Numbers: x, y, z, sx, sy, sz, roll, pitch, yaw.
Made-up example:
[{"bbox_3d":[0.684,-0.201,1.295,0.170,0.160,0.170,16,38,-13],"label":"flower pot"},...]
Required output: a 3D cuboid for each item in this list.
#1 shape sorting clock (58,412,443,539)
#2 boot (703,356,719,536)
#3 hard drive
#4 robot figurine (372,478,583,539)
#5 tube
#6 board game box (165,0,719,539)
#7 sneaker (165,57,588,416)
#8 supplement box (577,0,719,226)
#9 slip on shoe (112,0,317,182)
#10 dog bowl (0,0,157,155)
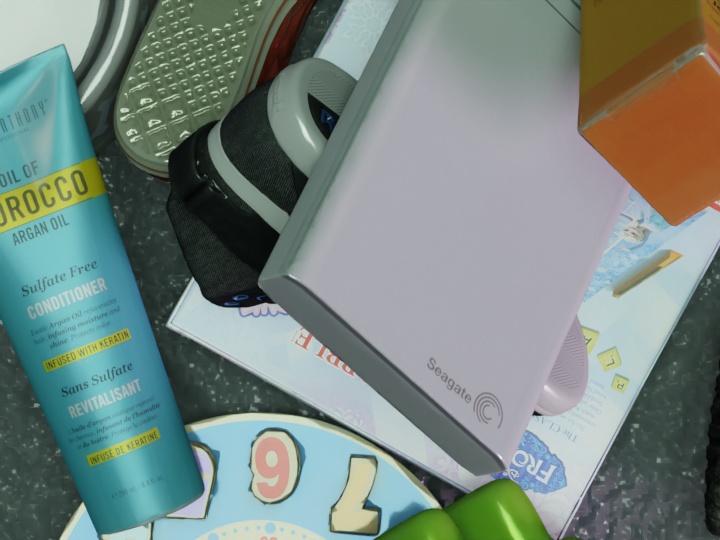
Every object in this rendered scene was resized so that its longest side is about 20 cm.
[{"bbox_3d":[-0.044,0.163,1.286,0.198,0.039,0.202,0,90,-1],"label":"shape sorting clock"},{"bbox_3d":[0.225,0.123,1.267,0.157,0.079,0.213,4,79,-7],"label":"boot"},{"bbox_3d":[0.048,-0.037,1.185,0.132,0.027,0.201,42,58,-26],"label":"hard drive"},{"bbox_3d":[0.071,0.192,1.218,0.175,0.116,0.201,-18,79,-41],"label":"robot figurine"},{"bbox_3d":[-0.125,0.011,1.245,0.077,0.050,0.201,-22,96,-8],"label":"tube"},{"bbox_3d":[0.047,-0.015,1.286,0.199,0.041,0.200,30,89,-1],"label":"board game box"},{"bbox_3d":[0.000,0.000,1.237,0.112,0.073,0.200,-26,120,35],"label":"sneaker"},{"bbox_3d":[0.133,-0.111,1.206,0.066,0.201,0.069,-34,120,27],"label":"supplement box"},{"bbox_3d":[-0.048,-0.126,1.280,0.074,0.061,0.201,23,76,10],"label":"slip on shoe"},{"bbox_3d":[-0.181,-0.128,1.276,0.198,0.059,0.202,0,90,-1],"label":"dog bowl"}]
